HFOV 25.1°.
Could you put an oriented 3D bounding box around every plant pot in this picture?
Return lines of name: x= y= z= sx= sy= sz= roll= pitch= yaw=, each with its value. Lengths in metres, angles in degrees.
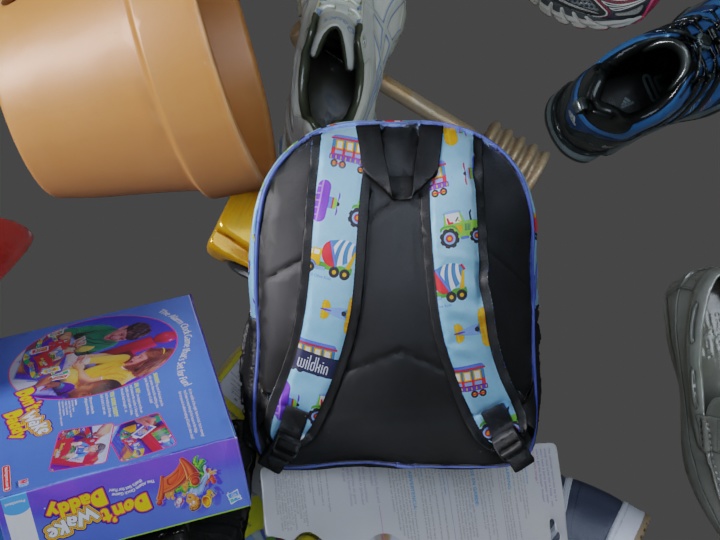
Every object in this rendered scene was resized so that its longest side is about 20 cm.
plant pot: x=-0.147 y=-0.130 z=1.016 sx=0.139 sy=0.200 sz=0.202 roll=-16 pitch=84 yaw=4

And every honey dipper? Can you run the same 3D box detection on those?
honey dipper: x=0.038 y=-0.116 z=1.119 sx=0.199 sy=0.038 sz=0.038 roll=31 pitch=78 yaw=1

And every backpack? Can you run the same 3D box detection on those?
backpack: x=0.017 y=0.010 z=0.958 sx=0.180 sy=0.135 sz=0.203 roll=-1 pitch=99 yaw=-1

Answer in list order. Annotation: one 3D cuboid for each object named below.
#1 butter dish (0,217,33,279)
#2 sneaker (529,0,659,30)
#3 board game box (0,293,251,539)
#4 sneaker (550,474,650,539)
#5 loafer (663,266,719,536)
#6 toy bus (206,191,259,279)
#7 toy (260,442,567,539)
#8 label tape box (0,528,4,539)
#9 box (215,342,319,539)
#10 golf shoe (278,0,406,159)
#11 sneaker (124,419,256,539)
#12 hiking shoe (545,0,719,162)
butter dish: x=-0.315 y=0.034 z=0.974 sx=0.198 sy=0.200 sz=0.150 roll=9 pitch=106 yaw=0
sneaker: x=0.123 y=-0.240 z=1.119 sx=0.199 sy=0.075 sz=0.081 roll=35 pitch=78 yaw=4
board game box: x=-0.147 y=0.087 z=0.949 sx=0.133 sy=0.200 sz=0.045 roll=-13 pitch=115 yaw=-8
sneaker: x=0.096 y=0.221 z=1.059 sx=0.108 sy=0.070 sz=0.201 roll=30 pitch=87 yaw=7
loafer: x=0.254 y=0.097 z=1.102 sx=0.069 sy=0.070 sz=0.202 roll=-14 pitch=84 yaw=-11
toy bus: x=0.000 y=0.000 z=1.069 sx=0.198 sy=0.078 sz=0.066 roll=27 pitch=78 yaw=-5
toy: x=0.032 y=0.172 z=0.983 sx=0.198 sy=0.047 sz=0.117 roll=-1 pitch=78 yaw=-25
label tape box: x=-0.278 y=0.221 z=0.952 sx=0.142 sy=0.066 sz=0.202 roll=21 pitch=107 yaw=-8
box: x=-0.085 y=0.150 z=1.008 sx=0.117 sy=0.048 sz=0.200 roll=42 pitch=51 yaw=-5
golf shoe: x=-0.008 y=-0.158 z=1.057 sx=0.077 sy=0.097 sz=0.202 roll=6 pitch=76 yaw=-2
sneaker: x=-0.091 y=0.180 z=0.923 sx=0.059 sy=0.200 sz=0.105 roll=-14 pitch=114 yaw=21
hiking shoe: x=0.225 y=-0.139 z=1.117 sx=0.199 sy=0.087 sz=0.075 roll=-32 pitch=88 yaw=-13
